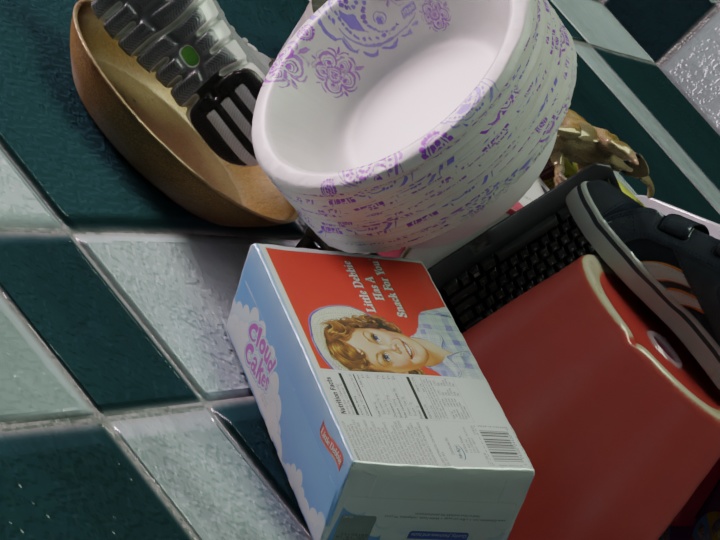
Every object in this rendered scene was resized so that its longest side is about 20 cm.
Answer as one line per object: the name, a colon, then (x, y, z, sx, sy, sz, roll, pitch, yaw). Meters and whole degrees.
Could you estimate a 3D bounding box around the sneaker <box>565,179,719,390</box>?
sneaker: (0.215, 0.005, 1.572, 0.200, 0.079, 0.078, 48, 16, 13)

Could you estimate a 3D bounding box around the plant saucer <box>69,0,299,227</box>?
plant saucer: (-0.123, -0.093, 1.670, 0.200, 0.035, 0.200, 42, 15, -14)

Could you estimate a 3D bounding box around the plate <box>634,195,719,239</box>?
plate: (0.243, 0.032, 2.018, 0.199, 0.199, 0.032, 24, -41, 32)

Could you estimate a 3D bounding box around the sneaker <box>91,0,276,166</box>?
sneaker: (-0.108, -0.153, 1.681, 0.201, 0.075, 0.115, 58, 12, 5)

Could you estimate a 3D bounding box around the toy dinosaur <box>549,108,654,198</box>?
toy dinosaur: (0.164, -0.082, 1.775, 0.199, 0.058, 0.101, 24, 25, -35)

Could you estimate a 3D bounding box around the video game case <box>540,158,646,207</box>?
video game case: (0.100, -0.058, 1.920, 0.181, 0.200, 0.026, 42, 54, -13)

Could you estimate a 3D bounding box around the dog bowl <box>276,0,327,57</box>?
dog bowl: (0.012, -0.131, 2.084, 0.200, 0.059, 0.200, 43, 15, -14)

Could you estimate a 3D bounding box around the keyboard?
keyboard: (0.098, 0.026, 1.662, 0.021, 0.199, 0.127, 49, -10, 51)

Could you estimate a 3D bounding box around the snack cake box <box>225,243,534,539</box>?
snack cake box: (0.007, 0.072, 1.459, 0.114, 0.068, 0.200, 4, 35, -24)

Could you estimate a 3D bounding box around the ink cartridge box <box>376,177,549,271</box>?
ink cartridge box: (0.051, -0.060, 1.731, 0.146, 0.083, 0.200, 25, 21, -40)

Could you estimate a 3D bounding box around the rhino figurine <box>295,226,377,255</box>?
rhino figurine: (0.000, 0.000, 1.717, 0.087, 0.060, 0.200, 43, 14, 1)

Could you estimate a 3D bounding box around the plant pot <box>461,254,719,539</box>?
plant pot: (0.124, 0.101, 1.569, 0.200, 0.177, 0.201, 43, 15, -14)

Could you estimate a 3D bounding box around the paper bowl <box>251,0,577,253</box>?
paper bowl: (0.041, -0.095, 1.567, 0.104, 0.200, 0.201, 50, 10, -35)

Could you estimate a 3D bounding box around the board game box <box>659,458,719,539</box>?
board game box: (0.209, 0.108, 1.660, 0.039, 0.202, 0.158, 2, 1, -24)
